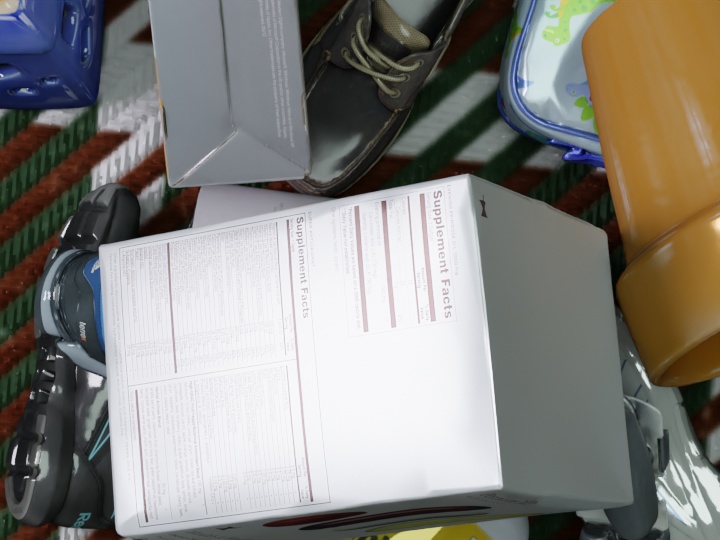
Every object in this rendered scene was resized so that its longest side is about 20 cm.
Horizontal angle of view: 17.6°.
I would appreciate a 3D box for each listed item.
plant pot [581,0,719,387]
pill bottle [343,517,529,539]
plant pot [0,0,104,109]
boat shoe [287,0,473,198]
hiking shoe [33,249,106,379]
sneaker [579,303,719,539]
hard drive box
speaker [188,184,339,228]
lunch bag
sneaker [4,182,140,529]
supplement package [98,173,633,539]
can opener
[{"bbox_3d":[0.207,-0.063,1.215,0.199,0.200,0.184,-22,76,-2],"label":"plant pot"},{"bbox_3d":[0.023,0.148,1.302,0.112,0.112,0.200,43,87,1],"label":"pill bottle"},{"bbox_3d":[-0.246,-0.198,1.284,0.199,0.180,0.201,1,88,-1],"label":"plant pot"},{"bbox_3d":[0.013,-0.134,1.337,0.074,0.073,0.201,29,87,1],"label":"boat shoe"},{"bbox_3d":[-0.088,0.058,1.281,0.200,0.086,0.075,38,60,-33],"label":"hiking shoe"},{"bbox_3d":[0.151,0.098,1.330,0.087,0.075,0.201,-28,87,3],"label":"sneaker"},{"bbox_3d":[-0.072,-0.156,1.250,0.076,0.200,0.157,-4,115,-1],"label":"hard drive box"},{"bbox_3d":[0.000,0.000,1.324,0.199,0.081,0.082,7,87,0],"label":"speaker"},{"bbox_3d":[0.184,-0.127,1.335,0.199,0.082,0.162,15,86,-1],"label":"lunch bag"},{"bbox_3d":[-0.148,0.051,1.336,0.079,0.075,0.201,13,84,-24],"label":"sneaker"},{"bbox_3d":[0.007,0.054,1.153,0.199,0.191,0.148,-10,79,25],"label":"supplement package"},{"bbox_3d":[0.141,0.163,1.285,0.053,0.067,0.201,4,113,22],"label":"can opener"}]
